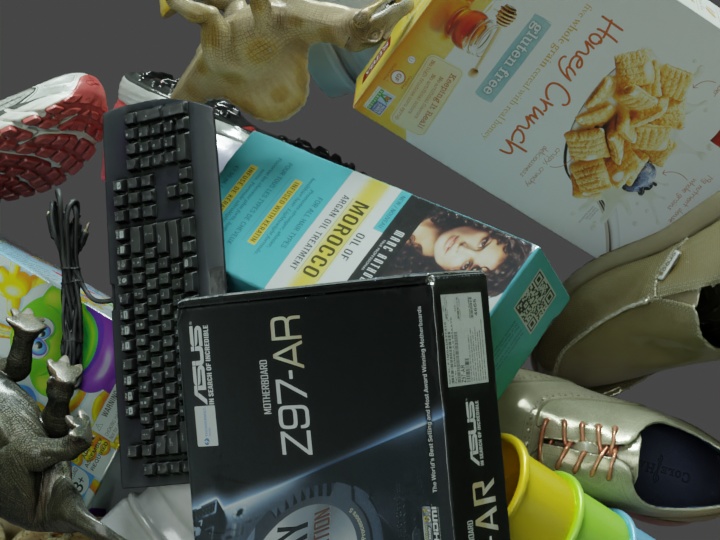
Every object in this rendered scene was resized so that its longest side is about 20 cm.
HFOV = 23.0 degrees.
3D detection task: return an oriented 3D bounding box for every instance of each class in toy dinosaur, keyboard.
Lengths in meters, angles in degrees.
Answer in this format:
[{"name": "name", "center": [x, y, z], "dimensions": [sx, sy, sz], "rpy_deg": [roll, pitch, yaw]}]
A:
[{"name": "toy dinosaur", "center": [-0.068, -0.121, 0.928], "dimensions": [0.200, 0.058, 0.101], "rpy_deg": [-20, 99, 40]}, {"name": "toy dinosaur", "center": [-0.184, 0.089, 0.934], "dimensions": [0.200, 0.077, 0.102], "rpy_deg": [33, 126, 10]}, {"name": "keyboard", "center": [-0.121, 0.013, 0.928], "dimensions": [0.127, 0.021, 0.200], "rpy_deg": [-10, 80, 37]}]

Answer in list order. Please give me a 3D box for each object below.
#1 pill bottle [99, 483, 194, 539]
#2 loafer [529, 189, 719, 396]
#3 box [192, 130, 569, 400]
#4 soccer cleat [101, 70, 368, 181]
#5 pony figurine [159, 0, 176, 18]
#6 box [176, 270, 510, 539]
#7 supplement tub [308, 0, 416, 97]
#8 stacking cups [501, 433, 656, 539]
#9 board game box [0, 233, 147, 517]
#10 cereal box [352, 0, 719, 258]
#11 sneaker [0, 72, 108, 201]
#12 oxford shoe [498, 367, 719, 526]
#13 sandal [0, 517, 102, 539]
[{"name": "pill bottle", "center": [-0.044, 0.102, 0.960], "dimensions": [0.200, 0.111, 0.111], "rpy_deg": [-42, 71, -1]}, {"name": "loafer", "center": [0.166, 0.018, 0.908], "dimensions": [0.200, 0.076, 0.068], "rpy_deg": [-41, 43, 35]}, {"name": "box", "center": [0.000, 0.000, 0.897], "dimensions": [0.200, 0.049, 0.082], "rpy_deg": [24, 70, 38]}, {"name": "soccer cleat", "center": [-0.065, -0.048, 1.035], "dimensions": [0.200, 0.068, 0.073], "rpy_deg": [28, 106, 20]}, {"name": "pony figurine", "center": [-0.110, -0.282, 1.054], "dimensions": [0.193, 0.167, 0.200], "rpy_deg": [-39, 87, 15]}, {"name": "box", "center": [-0.008, 0.105, 0.822], "dimensions": [0.160, 0.043, 0.200], "rpy_deg": [-5, 88, 39]}, {"name": "supplement tub", "center": [0.059, -0.181, 0.973], "dimensions": [0.200, 0.144, 0.145], "rpy_deg": [-16, 76, 13]}, {"name": "stacking cups", "center": [0.126, 0.151, 0.879], "dimensions": [0.060, 0.200, 0.061], "rpy_deg": [-35, 36, 31]}, {"name": "board game box", "center": [-0.192, 0.051, 1.028], "dimensions": [0.200, 0.105, 0.103], "rpy_deg": [28, 90, 20]}, {"name": "cereal box", "center": [0.117, -0.093, 0.915], "dimensions": [0.200, 0.040, 0.144], "rpy_deg": [30, 118, -14]}, {"name": "sneaker", "center": [-0.241, -0.084, 1.072], "dimensions": [0.200, 0.078, 0.082], "rpy_deg": [-17, 69, 25]}, {"name": "oxford shoe", "center": [0.107, 0.085, 0.897], "dimensions": [0.200, 0.074, 0.071], "rpy_deg": [11, 80, -17]}, {"name": "sandal", "center": [-0.162, 0.175, 1.015], "dimensions": [0.211, 0.070, 0.078], "rpy_deg": [22, 87, 19]}]
